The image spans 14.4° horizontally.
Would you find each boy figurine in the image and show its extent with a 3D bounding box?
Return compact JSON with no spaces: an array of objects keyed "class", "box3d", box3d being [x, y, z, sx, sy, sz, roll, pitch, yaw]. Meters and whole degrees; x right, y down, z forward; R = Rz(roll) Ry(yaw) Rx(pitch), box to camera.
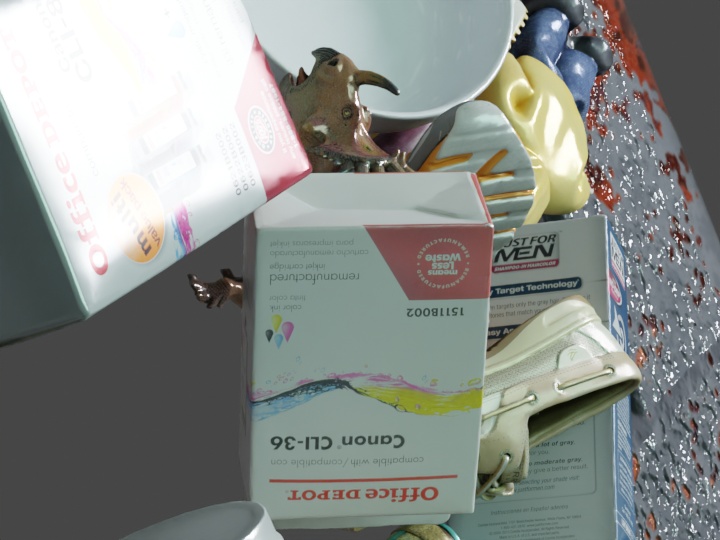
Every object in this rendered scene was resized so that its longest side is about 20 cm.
[{"class":"boy figurine","box3d":[0.104,-0.080,1.742,0.124,0.064,0.200,53,39,-30]}]

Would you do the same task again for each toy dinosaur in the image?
[{"class":"toy dinosaur","box3d":[0.000,0.000,1.467,0.200,0.135,0.086,54,11,-26]}]

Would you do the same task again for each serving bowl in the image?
[{"class":"serving bowl","box3d":[-0.016,-0.157,1.565,0.200,0.066,0.201,16,57,-26]}]

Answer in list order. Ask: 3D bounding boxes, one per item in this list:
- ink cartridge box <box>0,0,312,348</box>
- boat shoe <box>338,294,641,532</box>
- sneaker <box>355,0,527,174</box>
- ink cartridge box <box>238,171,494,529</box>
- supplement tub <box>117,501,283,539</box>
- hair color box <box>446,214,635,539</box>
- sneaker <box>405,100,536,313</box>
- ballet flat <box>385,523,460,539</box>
[{"class":"ink cartridge box","box3d":[-0.149,-0.059,1.284,0.200,0.144,0.146,-37,108,-54]},{"class":"boat shoe","box3d":[0.066,0.088,1.538,0.200,0.072,0.065,-32,70,-26]},{"class":"sneaker","box3d":[0.025,-0.124,1.649,0.090,0.075,0.200,47,37,-14]},{"class":"ink cartridge box","box3d":[0.000,0.055,1.407,0.068,0.116,0.200,-104,-166,-63]},{"class":"supplement tub","box3d":[-0.061,0.220,1.295,0.144,0.144,0.200,-36,106,-55]},{"class":"hair color box","box3d":[0.102,0.075,1.628,0.061,0.100,0.201,52,35,-62]},{"class":"sneaker","box3d":[0.038,-0.031,1.550,0.078,0.200,0.077,-8,56,-18]},{"class":"ballet flat","box3d":[0.051,0.232,1.539,0.071,0.071,0.200,-39,110,-55]}]
